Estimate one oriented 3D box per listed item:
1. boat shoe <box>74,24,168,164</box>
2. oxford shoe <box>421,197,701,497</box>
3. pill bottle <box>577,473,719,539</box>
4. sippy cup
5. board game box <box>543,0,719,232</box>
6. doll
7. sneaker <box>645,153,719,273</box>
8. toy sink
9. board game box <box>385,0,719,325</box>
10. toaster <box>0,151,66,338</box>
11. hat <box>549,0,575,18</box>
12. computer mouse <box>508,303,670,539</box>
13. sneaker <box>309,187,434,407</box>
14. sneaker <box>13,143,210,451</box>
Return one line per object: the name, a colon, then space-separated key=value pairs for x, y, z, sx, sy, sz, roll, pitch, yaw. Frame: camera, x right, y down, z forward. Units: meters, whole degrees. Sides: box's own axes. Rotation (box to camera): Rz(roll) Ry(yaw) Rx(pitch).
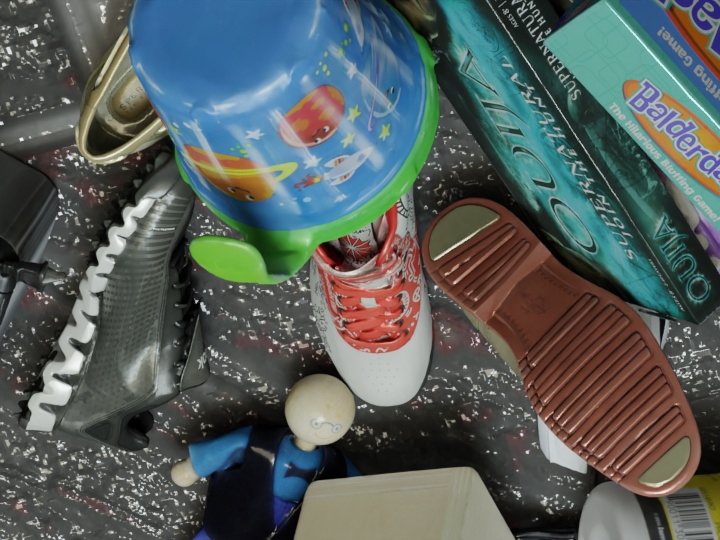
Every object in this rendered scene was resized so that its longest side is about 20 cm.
boat shoe: x=-0.078 y=-0.136 z=1.102 sx=0.073 sy=0.063 sz=0.201 roll=41 pitch=112 yaw=-11
oxford shoe: x=0.112 y=0.043 z=1.101 sx=0.071 sy=0.200 sz=0.074 roll=-39 pitch=148 yaw=3
pill bottle: x=0.225 y=0.164 z=1.147 sx=0.199 sy=0.114 sz=0.115 roll=-2 pitch=114 yaw=-10
sippy cup: x=-0.043 y=-0.095 z=1.000 sx=0.139 sy=0.130 sz=0.178 roll=-29 pitch=66 yaw=6
board game box: x=0.185 y=-0.112 z=0.956 sx=0.152 sy=0.200 sz=0.045 roll=45 pitch=141 yaw=-11
doll: x=-0.047 y=0.144 z=1.227 sx=0.136 sy=0.049 sz=0.201 roll=15 pitch=115 yaw=-11
sneaker: x=0.219 y=-0.012 z=1.101 sx=0.088 sy=0.081 sz=0.200 roll=-39 pitch=123 yaw=11
toy sink: x=0.018 y=0.226 z=1.142 sx=0.111 sy=0.201 sz=0.131 roll=-8 pitch=136 yaw=24
board game box: x=0.092 y=-0.066 z=1.051 sx=0.028 sy=0.135 sz=0.200 roll=-39 pitch=109 yaw=-12
toaster: x=-0.270 y=0.007 z=1.158 sx=0.199 sy=0.119 sz=0.181 roll=28 pitch=115 yaw=-5
hat: x=0.120 y=-0.172 z=1.021 sx=0.200 sy=0.201 sz=0.081 roll=42 pitch=142 yaw=-11
computer mouse: x=0.130 y=0.081 z=1.180 sx=0.109 sy=0.044 sz=0.201 roll=2 pitch=114 yaw=7
sneaker: x=-0.001 y=-0.001 z=1.126 sx=0.067 sy=0.108 sz=0.202 roll=0 pitch=113 yaw=8
sneaker: x=-0.115 y=0.022 z=1.177 sx=0.090 sy=0.067 sz=0.201 roll=25 pitch=118 yaw=-7
